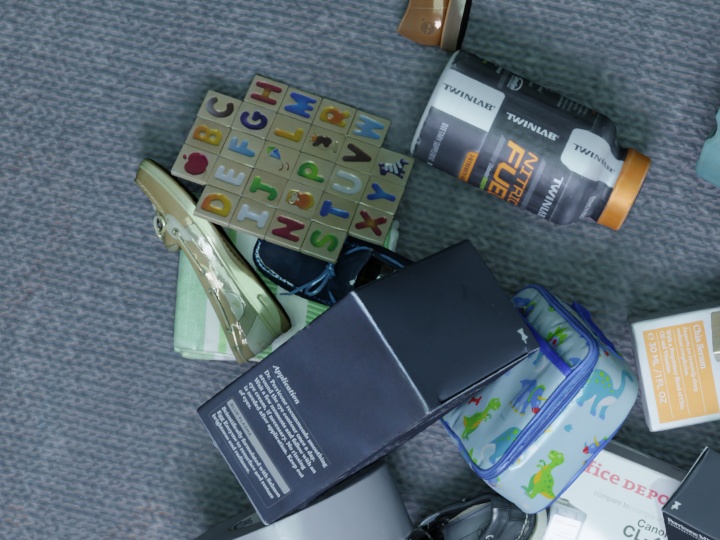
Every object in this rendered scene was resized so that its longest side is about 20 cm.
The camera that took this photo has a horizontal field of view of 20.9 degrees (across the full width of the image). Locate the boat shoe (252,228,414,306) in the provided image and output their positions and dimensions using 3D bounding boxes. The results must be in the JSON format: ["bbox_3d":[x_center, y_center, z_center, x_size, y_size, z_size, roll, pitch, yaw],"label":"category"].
[{"bbox_3d":[0.000,0.000,1.730,0.199,0.069,0.084,12,92,6],"label":"boat shoe"}]

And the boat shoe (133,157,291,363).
[{"bbox_3d":[-0.144,-0.011,1.747,0.063,0.073,0.201,-38,94,1],"label":"boat shoe"}]

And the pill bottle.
[{"bbox_3d":[0.153,-0.108,1.716,0.199,0.106,0.107,25,95,4],"label":"pill bottle"}]

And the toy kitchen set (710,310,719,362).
[{"bbox_3d":[0.380,0.080,1.550,0.199,0.163,0.181,-11,49,20],"label":"toy kitchen set"}]

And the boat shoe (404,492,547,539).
[{"bbox_3d":[0.072,0.245,1.718,0.199,0.066,0.075,-27,55,40],"label":"boat shoe"}]

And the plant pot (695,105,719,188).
[{"bbox_3d":[0.404,-0.110,1.661,0.196,0.200,0.201,26,95,12],"label":"plant pot"}]

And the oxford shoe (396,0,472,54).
[{"bbox_3d":[0.074,-0.299,1.734,0.071,0.071,0.201,14,95,9],"label":"oxford shoe"}]

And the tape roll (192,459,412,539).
[{"bbox_3d":[-0.056,0.235,1.703,0.200,0.200,0.066,-23,91,6],"label":"tape roll"}]

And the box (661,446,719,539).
[{"bbox_3d":[0.360,0.251,1.627,0.200,0.141,0.079,27,66,30],"label":"box"}]

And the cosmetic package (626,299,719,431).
[{"bbox_3d":[0.344,0.074,1.725,0.199,0.071,0.102,-12,91,5],"label":"cosmetic package"}]

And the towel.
[{"bbox_3d":[-0.069,0.014,1.784,0.199,0.023,0.153,6,92,6],"label":"towel"}]

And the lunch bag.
[{"bbox_3d":[0.149,0.104,1.679,0.082,0.200,0.161,39,97,-21],"label":"lunch bag"}]

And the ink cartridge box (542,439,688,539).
[{"bbox_3d":[0.201,0.253,1.739,0.147,0.086,0.201,22,96,4],"label":"ink cartridge box"}]

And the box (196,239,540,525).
[{"bbox_3d":[0.008,0.089,1.602,0.200,0.197,0.118,-37,83,33],"label":"box"}]

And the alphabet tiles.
[{"bbox_3d":[-0.059,-0.093,1.735,0.199,0.006,0.167,19,57,4],"label":"alphabet tiles"}]
